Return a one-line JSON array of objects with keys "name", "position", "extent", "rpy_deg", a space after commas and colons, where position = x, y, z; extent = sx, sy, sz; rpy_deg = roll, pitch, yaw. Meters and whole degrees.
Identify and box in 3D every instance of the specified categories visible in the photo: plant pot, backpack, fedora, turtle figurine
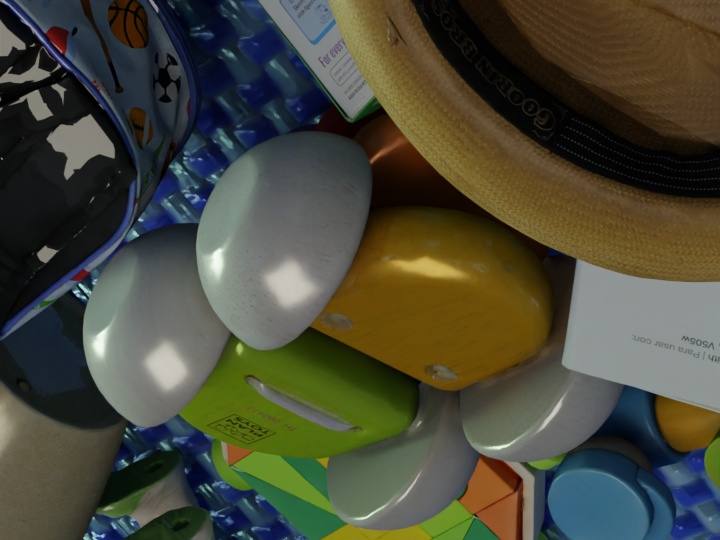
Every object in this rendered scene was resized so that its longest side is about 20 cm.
[{"name": "plant pot", "position": [-0.202, 0.100, 1.004], "extent": [0.187, 0.188, 0.200], "rpy_deg": [39, 118, -10]}, {"name": "backpack", "position": [-0.158, -0.070, 0.850], "extent": [0.190, 0.155, 0.200], "rpy_deg": [-22, 122, 44]}, {"name": "fedora", "position": [0.085, -0.092, 0.578], "extent": [0.199, 0.082, 0.202], "rpy_deg": [16, 130, 20]}, {"name": "turtle figurine", "position": [-0.096, 0.205, 1.050], "extent": [0.198, 0.144, 0.195], "rpy_deg": [-10, 117, 23]}]

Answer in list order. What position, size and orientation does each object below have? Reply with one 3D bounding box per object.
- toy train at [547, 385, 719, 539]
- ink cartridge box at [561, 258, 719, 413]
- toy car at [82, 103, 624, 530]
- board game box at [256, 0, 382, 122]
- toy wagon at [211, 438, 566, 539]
[{"name": "toy train", "position": [0.167, 0.043, 0.823], "extent": [0.199, 0.116, 0.085], "rpy_deg": [-18, 119, 33]}, {"name": "ink cartridge box", "position": [0.133, -0.071, 0.726], "extent": [0.082, 0.147, 0.201], "rpy_deg": [14, 130, 13]}, {"name": "toy car", "position": [0.000, 0.000, 0.837], "extent": [0.174, 0.151, 0.200], "rpy_deg": [26, 143, -27]}, {"name": "board game box", "position": [-0.012, -0.176, 0.731], "extent": [0.201, 0.040, 0.153], "rpy_deg": [53, 131, 5]}, {"name": "toy wagon", "position": [0.027, 0.098, 0.980], "extent": [0.200, 0.040, 0.155], "rpy_deg": [44, 131, -14]}]
